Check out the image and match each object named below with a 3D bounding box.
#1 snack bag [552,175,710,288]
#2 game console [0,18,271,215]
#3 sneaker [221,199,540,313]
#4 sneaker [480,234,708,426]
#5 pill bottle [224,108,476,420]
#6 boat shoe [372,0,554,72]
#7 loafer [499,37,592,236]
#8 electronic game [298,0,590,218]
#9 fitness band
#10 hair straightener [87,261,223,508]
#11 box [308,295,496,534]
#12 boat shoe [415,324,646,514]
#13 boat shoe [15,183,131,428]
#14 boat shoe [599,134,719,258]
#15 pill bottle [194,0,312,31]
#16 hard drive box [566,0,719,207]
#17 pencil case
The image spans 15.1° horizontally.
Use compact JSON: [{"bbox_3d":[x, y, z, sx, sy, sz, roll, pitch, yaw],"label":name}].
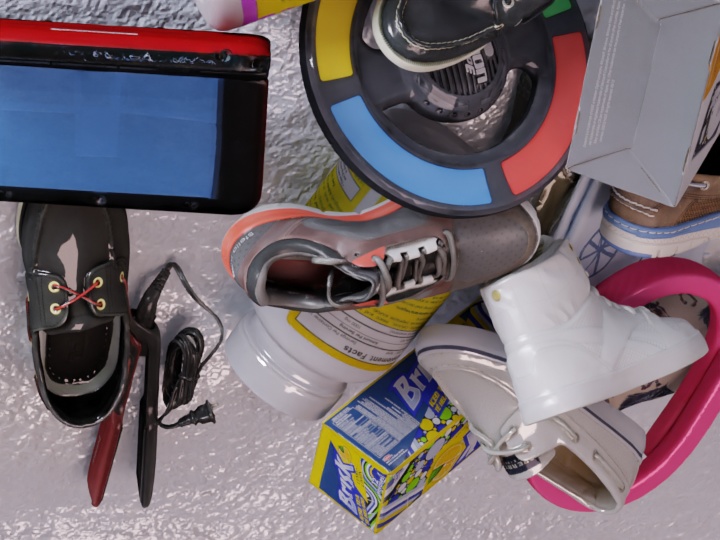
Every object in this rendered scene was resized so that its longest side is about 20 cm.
[{"bbox_3d":[0.206,-0.059,1.862,0.200,0.021,0.189,-18,139,-45],"label":"snack bag"},{"bbox_3d":[-0.155,-0.085,1.595,0.200,0.172,0.119,3,98,-2],"label":"game console"},{"bbox_3d":[0.017,-0.001,1.675,0.200,0.082,0.077,-8,118,-6],"label":"sneaker"},{"bbox_3d":[0.154,0.025,1.776,0.074,0.116,0.200,-24,174,34],"label":"sneaker"},{"bbox_3d":[0.000,0.000,1.790,0.112,0.112,0.200,21,119,-38],"label":"pill bottle"},{"bbox_3d":[0.091,-0.187,1.643,0.199,0.075,0.066,-30,178,-33],"label":"boat shoe"},{"bbox_3d":[0.131,-0.070,1.818,0.070,0.075,0.200,3,127,-23],"label":"loafer"},{"bbox_3d":[0.055,-0.130,1.669,0.200,0.200,0.042,0,170,-26],"label":"electronic game"},{"bbox_3d":[0.188,0.082,1.898,0.144,0.037,0.200,16,113,-34],"label":"fitness band"},{"bbox_3d":[-0.134,0.080,1.850,0.077,0.041,0.200,5,122,-15],"label":"hair straightener"},{"bbox_3d":[0.056,0.091,1.866,0.200,0.064,0.070,-36,153,-36],"label":"box"},{"bbox_3d":[0.110,0.104,1.807,0.071,0.070,0.200,-13,143,45],"label":"boat shoe"},{"bbox_3d":[-0.181,0.014,1.752,0.074,0.063,0.202,-8,130,-14],"label":"boat shoe"},{"bbox_3d":[0.241,-0.067,1.805,0.200,0.072,0.072,-25,136,-45],"label":"boat shoe"},{"bbox_3d":[-0.011,-0.219,1.594,0.200,0.104,0.104,-20,135,-8],"label":"pill bottle"},{"bbox_3d":[0.207,-0.162,1.690,0.077,0.200,0.156,20,131,13],"label":"hard drive box"},{"bbox_3d":[0.248,0.053,1.983,0.200,0.078,0.089,-13,149,-15],"label":"pencil case"}]
